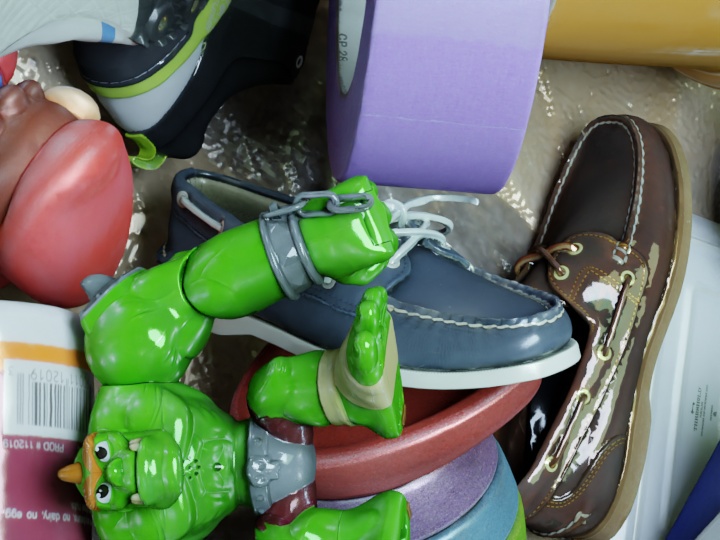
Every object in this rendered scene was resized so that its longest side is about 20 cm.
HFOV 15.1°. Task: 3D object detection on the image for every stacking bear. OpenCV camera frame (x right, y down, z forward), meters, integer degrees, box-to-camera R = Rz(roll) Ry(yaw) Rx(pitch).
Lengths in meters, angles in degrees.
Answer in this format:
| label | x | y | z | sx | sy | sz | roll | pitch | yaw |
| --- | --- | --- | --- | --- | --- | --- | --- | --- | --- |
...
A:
| label | x | y | z | sx | sy | sz | roll | pitch | yaw |
| --- | --- | --- | --- | --- | --- | --- | --- | --- | --- |
| stacking bear | 0.023 | 0.124 | 1.109 | 0.113 | 0.121 | 0.201 | -34 | 125 | -27 |

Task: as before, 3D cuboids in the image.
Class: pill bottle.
| label | x | y | z | sx | sy | sz | roll | pitch | yaw |
| --- | --- | --- | --- | --- | --- | --- | --- | --- | --- |
| pill bottle | -0.155 | 0.117 | 1.005 | 0.114 | 0.114 | 0.201 | 7 | 78 | -33 |

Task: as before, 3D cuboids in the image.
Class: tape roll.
| label | x | y | z | sx | sy | sz | roll | pitch | yaw |
| --- | --- | --- | --- | --- | --- | --- | --- | --- | --- |
| tape roll | 0.029 | -0.132 | 1.047 | 0.065 | 0.200 | 0.202 | 5 | 78 | -6 |

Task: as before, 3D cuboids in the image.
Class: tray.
| label | x | y | z | sx | sy | sz | roll | pitch | yaw |
| --- | --- | --- | --- | --- | --- | --- | --- | --- | --- |
| tray | 0.157 | 0.069 | 1.284 | 0.107 | 0.022 | 0.201 | 18 | 72 | -32 |

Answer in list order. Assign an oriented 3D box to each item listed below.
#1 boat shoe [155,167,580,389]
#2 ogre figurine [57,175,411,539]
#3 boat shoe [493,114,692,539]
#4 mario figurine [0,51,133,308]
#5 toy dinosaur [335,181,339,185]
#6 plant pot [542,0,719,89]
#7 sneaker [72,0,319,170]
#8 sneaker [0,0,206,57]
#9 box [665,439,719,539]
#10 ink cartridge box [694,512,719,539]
| label | x | y | z | sx | sy | sz | roll | pitch | yaw |
| --- | --- | --- | --- | --- | --- | --- | --- | --- | --- |
| boat shoe | 0.000 | 0.000 | 1.051 | 0.075 | 0.199 | 0.062 | -11 | 108 | -44 |
| ogre figurine | -0.043 | 0.074 | 0.983 | 0.098 | 0.119 | 0.201 | -60 | 146 | -70 |
| boat shoe | 0.099 | 0.020 | 1.222 | 0.070 | 0.070 | 0.201 | 20 | 71 | -34 |
| mario figurine | -0.175 | -0.060 | 1.062 | 0.123 | 0.106 | 0.200 | -43 | 98 | 6 |
| toy dinosaur | -0.015 | 0.007 | 1.168 | 0.101 | 0.058 | 0.201 | 0 | 89 | -49 |
| plant pot | 0.126 | -0.171 | 1.201 | 0.182 | 0.200 | 0.202 | -12 | 89 | -31 |
| sneaker | -0.049 | -0.120 | 1.161 | 0.200 | 0.071 | 0.083 | -47 | 129 | -28 |
| sneaker | -0.123 | -0.116 | 1.014 | 0.200 | 0.072 | 0.072 | -19 | 129 | -51 |
| box | 0.203 | 0.116 | 1.227 | 0.121 | 0.032 | 0.201 | 13 | 116 | -29 |
| ink cartridge box | 0.185 | 0.201 | 1.200 | 0.162 | 0.050 | 0.200 | -45 | 125 | -10 |
